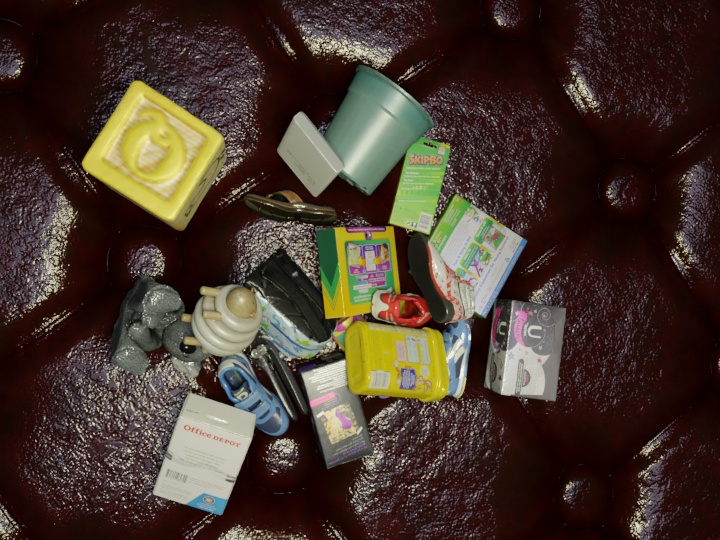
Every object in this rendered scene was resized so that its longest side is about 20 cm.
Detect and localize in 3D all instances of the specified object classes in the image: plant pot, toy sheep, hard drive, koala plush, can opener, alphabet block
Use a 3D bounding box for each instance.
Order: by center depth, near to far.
[{"bbox_3d":[-0.254,0.095,1.241,0.137,0.200,0.139,23,47,-26],"label":"toy sheep"},{"bbox_3d":[-0.388,-0.213,1.294,0.195,0.200,0.197,30,85,-8],"label":"alphabet block"},{"bbox_3d":[-0.372,0.117,1.328,0.199,0.184,0.179,27,94,-29],"label":"koala plush"},{"bbox_3d":[-0.104,-0.227,1.341,0.027,0.200,0.132,-41,95,-17],"label":"hard drive"},{"bbox_3d":[-0.165,0.209,1.361,0.063,0.078,0.201,-37,78,19],"label":"can opener"},{"bbox_3d":[0.017,-0.277,1.377,0.199,0.200,0.197,35,91,-7],"label":"plant pot"}]

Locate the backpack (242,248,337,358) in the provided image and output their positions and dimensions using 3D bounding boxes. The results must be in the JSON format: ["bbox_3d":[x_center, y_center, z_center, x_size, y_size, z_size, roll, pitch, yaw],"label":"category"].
[{"bbox_3d":[-0.139,0.081,1.354,0.199,0.163,0.155,34,124,3],"label":"backpack"}]

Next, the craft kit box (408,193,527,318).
[{"bbox_3d":[0.237,-0.031,1.474,0.196,0.048,0.202,32,84,-10],"label":"craft kit box"}]

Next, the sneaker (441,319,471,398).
[{"bbox_3d":[0.190,0.173,1.447,0.081,0.074,0.203,7,87,-7],"label":"sneaker"}]

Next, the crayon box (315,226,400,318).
[{"bbox_3d":[0.000,0.000,1.368,0.199,0.058,0.175,-6,90,-52],"label":"crayon box"}]

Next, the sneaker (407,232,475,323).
[{"bbox_3d":[0.174,0.015,1.415,0.107,0.067,0.204,-1,62,-40],"label":"sneaker"}]

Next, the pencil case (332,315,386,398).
[{"bbox_3d":[0.015,0.174,1.414,0.088,0.088,0.201,-39,93,-8],"label":"pencil case"}]

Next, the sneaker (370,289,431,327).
[{"bbox_3d":[0.103,0.087,1.378,0.199,0.084,0.078,8,89,-53],"label":"sneaker"}]

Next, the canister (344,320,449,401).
[{"bbox_3d":[0.071,0.181,1.340,0.198,0.086,0.151,11,62,-32],"label":"canister"}]

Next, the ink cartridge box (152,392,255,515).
[{"bbox_3d":[-0.306,0.362,1.315,0.145,0.086,0.202,20,110,-8],"label":"ink cartridge box"}]

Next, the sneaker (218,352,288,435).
[{"bbox_3d":[-0.223,0.260,1.358,0.074,0.082,0.201,-38,94,4],"label":"sneaker"}]

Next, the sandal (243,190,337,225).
[{"bbox_3d":[-0.145,-0.139,1.397,0.197,0.082,0.055,6,71,-8],"label":"sandal"}]

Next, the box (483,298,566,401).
[{"bbox_3d":[0.355,0.169,1.452,0.130,0.115,0.203,8,87,-9],"label":"box"}]

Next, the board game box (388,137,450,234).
[{"bbox_3d":[0.130,-0.189,1.467,0.094,0.030,0.203,15,89,-9],"label":"board game box"}]

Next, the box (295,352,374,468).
[{"bbox_3d":[-0.054,0.283,1.377,0.105,0.122,0.203,-15,92,-10],"label":"box"}]
